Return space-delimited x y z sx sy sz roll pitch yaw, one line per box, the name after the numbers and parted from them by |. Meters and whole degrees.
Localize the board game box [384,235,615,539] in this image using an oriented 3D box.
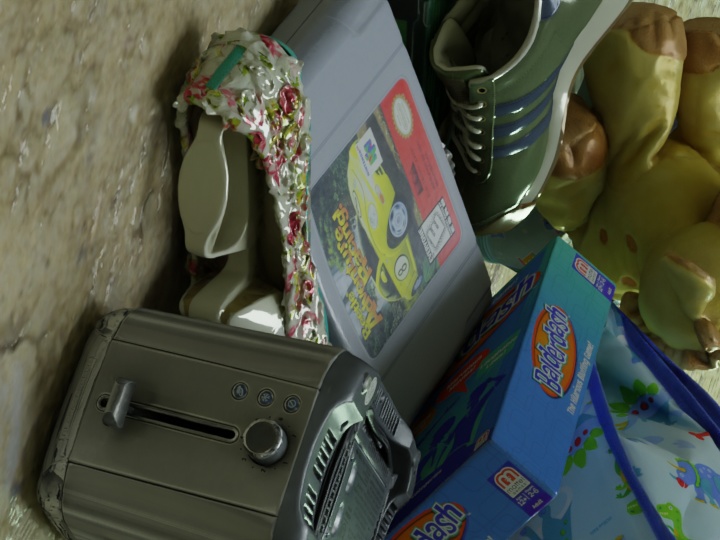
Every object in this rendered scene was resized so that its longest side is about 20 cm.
0.047 0.087 1.434 0.152 0.045 0.200 -45 -170 28 | board game box

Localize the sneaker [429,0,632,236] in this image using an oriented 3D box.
0.066 -0.102 1.511 0.090 0.067 0.201 -5 134 -38 | sneaker

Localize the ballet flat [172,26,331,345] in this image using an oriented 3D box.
-0.056 -0.011 1.306 0.064 0.075 0.201 -42 136 -46 | ballet flat

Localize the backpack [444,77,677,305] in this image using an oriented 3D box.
0.134 -0.072 1.760 0.200 0.153 0.176 -7 118 -74 | backpack

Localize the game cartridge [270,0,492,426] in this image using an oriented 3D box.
-0.001 -0.024 1.400 0.133 0.041 0.200 -51 130 -41 | game cartridge

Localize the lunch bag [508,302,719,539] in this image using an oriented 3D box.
0.109 0.133 1.516 0.127 0.200 0.170 17 122 -40 | lunch bag

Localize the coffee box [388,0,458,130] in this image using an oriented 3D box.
0.050 -0.165 1.578 0.200 0.044 0.123 -59 158 -46 | coffee box

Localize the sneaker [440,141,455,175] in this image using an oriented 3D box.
0.000 0.000 1.539 0.093 0.070 0.200 -42 153 -23 | sneaker

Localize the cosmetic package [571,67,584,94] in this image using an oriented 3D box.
0.103 -0.189 1.563 0.200 0.050 0.083 82 26 -55 | cosmetic package

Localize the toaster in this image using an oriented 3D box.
-0.054 0.090 1.276 0.200 0.129 0.114 59 48 -69 | toaster

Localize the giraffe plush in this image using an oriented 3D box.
0.175 -0.021 1.578 0.172 0.162 0.200 11 115 -36 | giraffe plush
